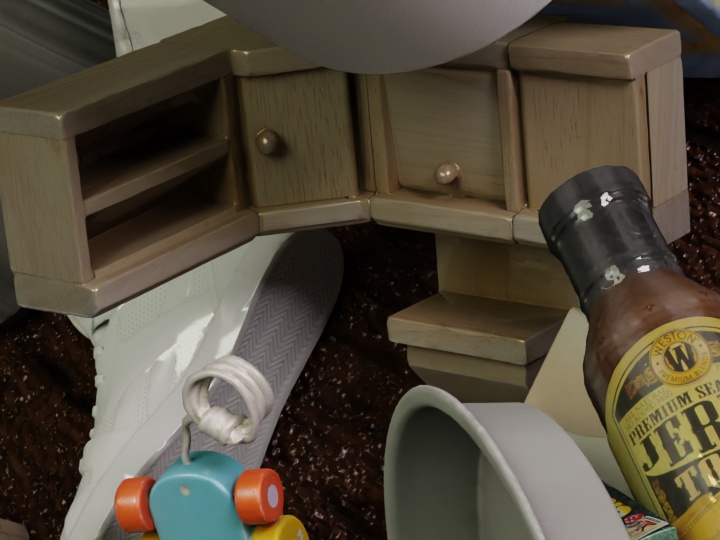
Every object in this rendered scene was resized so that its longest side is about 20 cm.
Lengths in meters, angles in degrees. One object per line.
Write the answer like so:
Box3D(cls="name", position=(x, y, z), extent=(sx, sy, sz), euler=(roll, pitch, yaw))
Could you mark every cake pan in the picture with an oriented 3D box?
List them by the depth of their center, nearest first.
Box3D(cls="cake pan", position=(0.060, 0.133, 0.861), extent=(0.036, 0.201, 0.201), euler=(-14, 58, -15))

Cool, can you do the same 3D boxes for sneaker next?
Box3D(cls="sneaker", position=(-0.098, 0.054, 1.124), extent=(0.115, 0.074, 0.201), euler=(24, 80, 40))

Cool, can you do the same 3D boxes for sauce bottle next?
Box3D(cls="sauce bottle", position=(0.115, 0.053, 0.860), extent=(0.065, 0.065, 0.201), euler=(-37, 57, 19))

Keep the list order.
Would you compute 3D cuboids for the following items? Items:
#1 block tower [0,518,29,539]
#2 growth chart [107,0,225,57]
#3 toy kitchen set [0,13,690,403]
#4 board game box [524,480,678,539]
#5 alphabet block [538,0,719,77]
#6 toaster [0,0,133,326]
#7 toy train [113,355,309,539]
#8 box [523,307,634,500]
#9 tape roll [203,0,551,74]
Box3D(cls="block tower", position=(-0.154, 0.194, 1.121), extent=(0.058, 0.054, 0.201), euler=(-39, 57, 19))
Box3D(cls="growth chart", position=(-0.064, -0.116, 1.120), extent=(0.144, 0.018, 0.201), euler=(11, 117, 33))
Box3D(cls="toy kitchen set", position=(0.000, 0.000, 0.964), extent=(0.199, 0.180, 0.164), euler=(8, 113, 36))
Box3D(cls="board game box", position=(0.097, 0.172, 0.878), extent=(0.105, 0.023, 0.202), euler=(-158, 55, -68))
Box3D(cls="alphabet block", position=(0.075, -0.203, 1.007), extent=(0.194, 0.196, 0.202), euler=(6, 78, 34))
Box3D(cls="toaster", position=(-0.193, -0.079, 1.192), extent=(0.113, 0.129, 0.201), euler=(26, 90, 37))
Box3D(cls="toy train", position=(0.000, 0.118, 1.012), extent=(0.200, 0.056, 0.150), euler=(40, 122, 2))
Box3D(cls="box", position=(0.155, 0.094, 0.915), extent=(0.199, 0.095, 0.078), euler=(26, 90, 36))
Box3D(cls="tape roll", position=(-0.012, -0.183, 0.850), extent=(0.202, 0.139, 0.204), euler=(-12, 67, 31))
